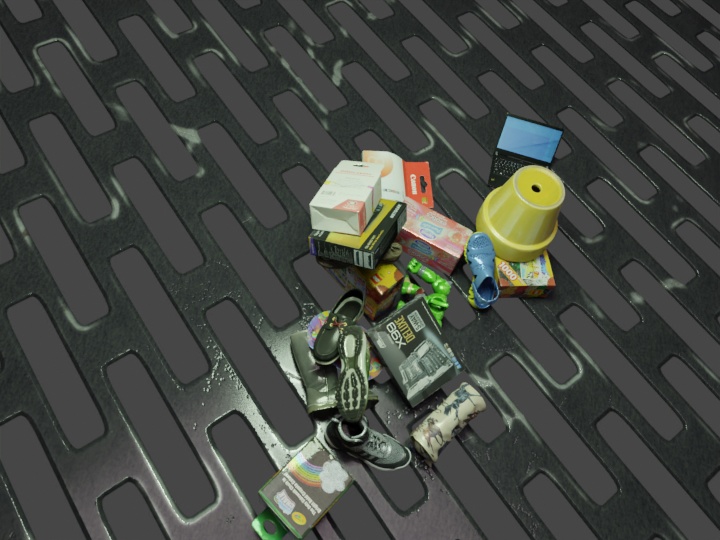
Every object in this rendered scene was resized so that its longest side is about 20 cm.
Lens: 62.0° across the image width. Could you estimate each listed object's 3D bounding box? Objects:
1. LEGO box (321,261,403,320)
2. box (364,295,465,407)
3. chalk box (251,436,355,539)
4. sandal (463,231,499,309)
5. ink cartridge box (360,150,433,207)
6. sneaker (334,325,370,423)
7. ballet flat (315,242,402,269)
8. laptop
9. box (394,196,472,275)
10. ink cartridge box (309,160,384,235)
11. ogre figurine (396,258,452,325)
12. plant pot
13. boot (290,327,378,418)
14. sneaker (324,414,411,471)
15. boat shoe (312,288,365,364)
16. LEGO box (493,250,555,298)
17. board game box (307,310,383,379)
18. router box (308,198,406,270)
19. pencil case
[{"bbox_3d":[0.000,0.000,1.445,0.077,0.149,0.200,-36,71,-23],"label":"LEGO box"},{"bbox_3d":[0.124,0.184,1.376,0.157,0.050,0.201,-32,93,-14],"label":"box"},{"bbox_3d":[-0.126,0.458,1.204,0.125,0.124,0.200,43,66,14],"label":"chalk box"},{"bbox_3d":[0.305,0.005,1.473,0.079,0.087,0.202,-11,102,-5],"label":"sandal"},{"bbox_3d":[0.103,-0.253,1.662,0.198,0.050,0.164,0,62,-5],"label":"ink cartridge box"},{"bbox_3d":[-0.001,0.224,1.276,0.076,0.089,0.202,-8,67,27],"label":"sneaker"},{"bbox_3d":[-0.002,-0.042,1.345,0.198,0.046,0.068,-3,61,-8],"label":"ballet flat"},{"bbox_3d":[0.476,-0.324,1.722,0.176,0.104,0.201,16,61,1],"label":"laptop"},{"bbox_3d":[0.176,-0.089,1.553,0.199,0.103,0.095,29,61,7],"label":"box"},{"bbox_3d":[-0.022,-0.167,1.334,0.115,0.068,0.201,10,42,17],"label":"ink cartridge box"},{"bbox_3d":[0.152,0.083,1.460,0.119,0.098,0.201,14,57,7],"label":"ogre figurine"},{"bbox_3d":[0.406,-0.152,1.482,0.199,0.189,0.202,3,61,-6],"label":"plant pot"},{"bbox_3d":[-0.061,0.227,1.376,0.180,0.073,0.201,-1,52,-17],"label":"boot"},{"bbox_3d":[0.019,0.365,1.278,0.198,0.114,0.076,21,61,4],"label":"sneaker"},{"bbox_3d":[-0.049,0.121,1.341,0.073,0.063,0.202,21,50,15],"label":"boat shoe"},{"bbox_3d":[0.406,-0.032,1.569,0.147,0.077,0.202,-1,62,-8],"label":"LEGO box"},{"bbox_3d":[-0.023,0.159,1.384,0.199,0.039,0.158,37,38,4],"label":"board game box"},{"bbox_3d":[-0.002,-0.094,1.338,0.156,0.053,0.200,13,42,20],"label":"router box"},{"bbox_3d":[0.198,0.339,1.340,0.200,0.090,0.078,-38,44,-24],"label":"pencil case"}]
